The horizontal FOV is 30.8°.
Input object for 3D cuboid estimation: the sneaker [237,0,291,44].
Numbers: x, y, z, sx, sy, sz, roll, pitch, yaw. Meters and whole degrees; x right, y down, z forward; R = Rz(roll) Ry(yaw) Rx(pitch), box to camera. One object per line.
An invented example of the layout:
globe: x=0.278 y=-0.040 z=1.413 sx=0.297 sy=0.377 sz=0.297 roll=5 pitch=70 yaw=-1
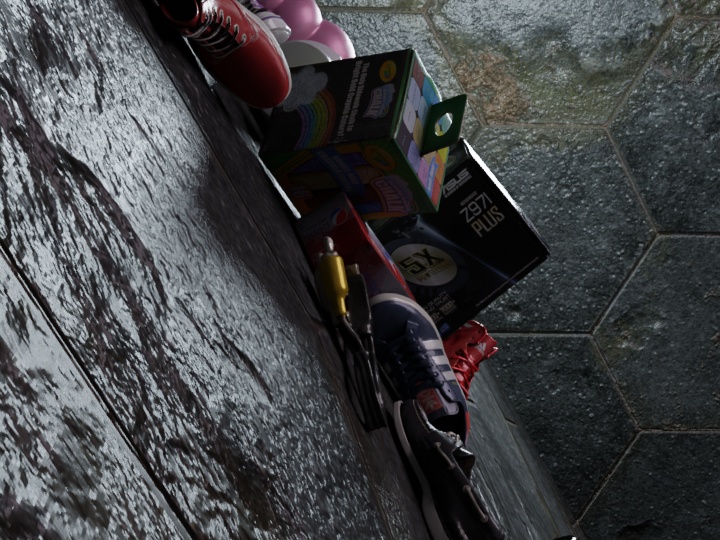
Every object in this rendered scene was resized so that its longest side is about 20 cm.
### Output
sneaker: x=-0.140 y=-0.295 z=1.517 sx=0.115 sy=0.072 sz=0.200 roll=58 pitch=-4 yaw=-5

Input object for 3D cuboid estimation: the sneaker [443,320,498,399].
sneaker: x=0.115 y=0.118 z=1.569 sx=0.079 sy=0.115 sz=0.201 roll=57 pitch=7 yaw=-33

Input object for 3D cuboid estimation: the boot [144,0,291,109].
boot: x=-0.132 y=-0.211 z=1.185 sx=0.200 sy=0.072 sz=0.145 roll=50 pitch=11 yaw=-25

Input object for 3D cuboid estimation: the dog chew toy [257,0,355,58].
dog chew toy: x=-0.096 y=-0.319 z=1.767 sx=0.200 sy=0.124 sz=0.125 roll=51 pitch=10 yaw=-21

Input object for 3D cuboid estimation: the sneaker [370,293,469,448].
sneaker: x=0.064 y=0.113 z=1.375 sx=0.201 sy=0.075 sz=0.085 roll=55 pitch=13 yaw=-30

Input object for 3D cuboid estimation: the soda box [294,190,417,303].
soda box: x=0.000 y=0.000 z=1.372 sx=0.070 sy=0.063 sz=0.200 roll=63 pitch=6 yaw=30

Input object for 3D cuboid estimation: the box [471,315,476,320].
box: x=0.087 y=-0.005 z=1.789 sx=0.201 sy=0.047 sz=0.193 roll=63 pitch=-25 yaw=18

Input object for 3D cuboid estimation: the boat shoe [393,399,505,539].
boat shoe: x=0.081 y=0.189 z=1.225 sx=0.074 sy=0.060 sz=0.201 roll=56 pitch=8 yaw=-36

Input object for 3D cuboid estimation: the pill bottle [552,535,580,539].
pill bottle: x=0.209 y=0.371 z=1.265 sx=0.201 sy=0.111 sz=0.112 roll=62 pitch=6 yaw=3

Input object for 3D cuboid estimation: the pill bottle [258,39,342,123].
pill bottle: x=-0.061 y=-0.208 z=1.534 sx=0.116 sy=0.115 sz=0.200 roll=62 pitch=6 yaw=3

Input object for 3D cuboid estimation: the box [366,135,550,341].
box: x=0.098 y=-0.030 z=1.564 sx=0.164 sy=0.199 sz=0.086 roll=48 pitch=11 yaw=-19

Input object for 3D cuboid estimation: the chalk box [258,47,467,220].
chalk box: x=0.019 y=-0.137 z=1.343 sx=0.124 sy=0.198 sz=0.126 roll=56 pitch=39 yaw=-47

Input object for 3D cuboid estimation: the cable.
cable: x=-0.010 y=0.070 z=1.193 sx=0.098 sy=0.050 sz=0.201 roll=82 pitch=0 yaw=-53
